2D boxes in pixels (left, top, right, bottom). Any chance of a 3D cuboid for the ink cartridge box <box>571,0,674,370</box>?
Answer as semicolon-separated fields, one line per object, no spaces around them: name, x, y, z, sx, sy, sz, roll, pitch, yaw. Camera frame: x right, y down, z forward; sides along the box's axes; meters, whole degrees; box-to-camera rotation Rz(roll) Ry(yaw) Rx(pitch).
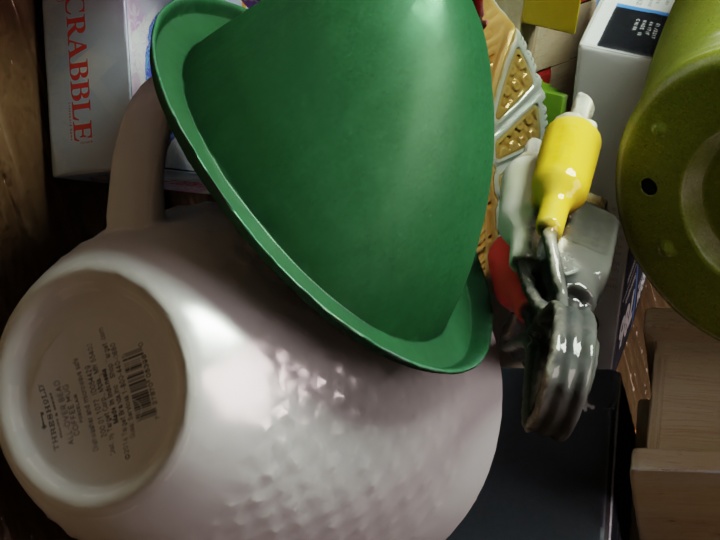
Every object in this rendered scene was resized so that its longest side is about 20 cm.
ink cartridge box;0.111;-0.028;1.329;0.100;0.039;0.201;-63;163;-58

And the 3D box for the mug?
mug;-0.052;0.020;1.115;0.175;0.147;0.201;5;80;-59

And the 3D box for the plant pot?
plant pot;0.194;-0.063;1.190;0.193;0.200;0.201;-43;122;-53

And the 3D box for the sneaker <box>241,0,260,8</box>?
sneaker;-0.065;-0.140;1.118;0.200;0.072;0.115;-38;115;-43

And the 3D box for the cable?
cable;0.061;0.014;1.097;0.200;0.050;0.097;-68;-178;-61

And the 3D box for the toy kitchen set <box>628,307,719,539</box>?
toy kitchen set;0.203;0.140;1.256;0.200;0.180;0.164;75;19;-56

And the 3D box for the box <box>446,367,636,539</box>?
box;0.068;0.145;1.308;0.200;0.107;0.149;68;25;-66

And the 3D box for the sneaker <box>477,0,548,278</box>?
sneaker;0.019;-0.093;1.247;0.075;0.087;0.201;-22;107;-44

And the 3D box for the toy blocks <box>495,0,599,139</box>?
toy blocks;0.069;-0.099;1.331;0.137;0.100;0.201;-24;126;-64

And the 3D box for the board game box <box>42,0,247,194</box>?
board game box;-0.065;-0.133;1.234;0.199;0.041;0.201;6;79;-63

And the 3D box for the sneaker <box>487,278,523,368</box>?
sneaker;0.045;-0.042;1.421;0.093;0.070;0.201;5;81;-44

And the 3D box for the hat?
hat;0.036;-0.092;1.061;0.200;0.176;0.166;51;23;4
